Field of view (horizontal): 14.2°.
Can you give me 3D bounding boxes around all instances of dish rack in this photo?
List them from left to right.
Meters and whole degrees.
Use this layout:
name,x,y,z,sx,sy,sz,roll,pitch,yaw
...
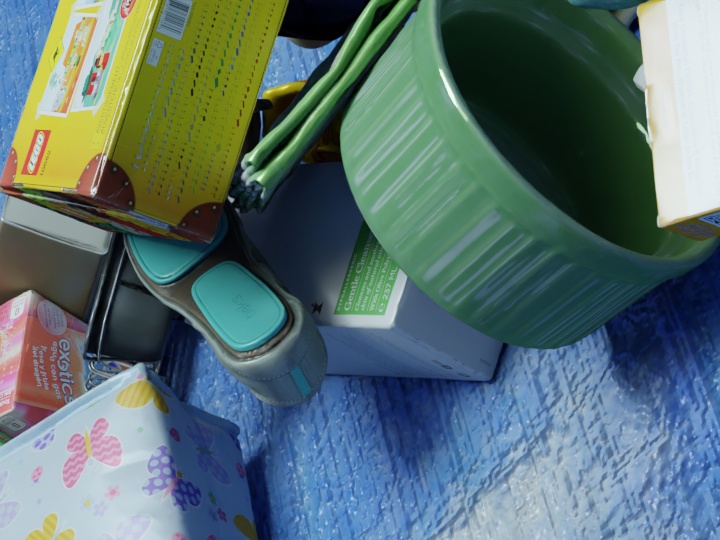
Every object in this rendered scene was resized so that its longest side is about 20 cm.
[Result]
name,x,y,z,sx,sy,sz,roll,pitch,yaw
dish rack,-0.135,0.034,1.747,0.200,0.054,0.154,107,176,-54

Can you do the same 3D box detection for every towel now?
name,x,y,z,sx,sy,sz,roll,pitch,yaw
towel,-0.021,-0.100,1.578,0.149,0.031,0.200,-53,1,-5

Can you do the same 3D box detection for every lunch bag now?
name,x,y,z,sx,sy,sz,roll,pitch,yaw
lunch bag,-0.158,0.181,1.667,0.200,0.127,0.170,-31,49,19

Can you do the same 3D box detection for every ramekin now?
name,x,y,z,sx,sy,sz,roll,pitch,yaw
ramekin,0.085,-0.056,1.497,0.098,0.199,0.201,-43,36,34

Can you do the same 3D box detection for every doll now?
name,x,y,z,sx,sy,sz,roll,pitch,yaw
doll,-0.027,-0.162,1.724,0.200,0.136,0.049,102,163,-84

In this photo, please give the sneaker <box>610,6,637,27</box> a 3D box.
name,x,y,z,sx,sy,sz,roll,pitch,yaw
sneaker,0.108,-0.166,1.652,0.200,0.081,0.089,-23,50,47

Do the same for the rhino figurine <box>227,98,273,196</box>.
name,x,y,z,sx,sy,sz,roll,pitch,yaw
rhino figurine,-0.091,-0.092,1.757,0.200,0.060,0.088,115,135,-70

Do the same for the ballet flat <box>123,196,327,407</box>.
name,x,y,z,sx,sy,sz,roll,pitch,yaw
ballet flat,-0.078,0.011,1.618,0.067,0.064,0.200,-36,41,-3

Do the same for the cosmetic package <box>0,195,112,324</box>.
name,x,y,z,sx,sy,sz,roll,pitch,yaw
cosmetic package,-0.195,-0.024,1.852,0.200,0.071,0.106,117,169,-62

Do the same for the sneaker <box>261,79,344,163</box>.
name,x,y,z,sx,sy,sz,roll,pitch,yaw
sneaker,0.007,-0.079,1.704,0.200,0.077,0.073,3,94,58

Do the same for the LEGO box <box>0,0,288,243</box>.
name,x,y,z,sx,sy,sz,roll,pitch,yaw
LEGO box,-0.112,-0.123,1.584,0.149,0.077,0.201,8,79,63

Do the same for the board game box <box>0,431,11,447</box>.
name,x,y,z,sx,sy,sz,roll,pitch,yaw
board game box,-0.259,0.154,1.763,0.135,0.200,0.029,-54,12,4

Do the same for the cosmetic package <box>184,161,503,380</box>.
name,x,y,z,sx,sy,sz,roll,pitch,yaw
cosmetic package,0.000,0.000,1.655,0.200,0.085,0.108,-2,66,51

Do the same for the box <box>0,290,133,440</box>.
name,x,y,z,sx,sy,sz,roll,pitch,yaw
box,-0.245,0.108,1.868,0.200,0.102,0.095,-27,43,36

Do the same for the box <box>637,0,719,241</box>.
name,x,y,z,sx,sy,sz,roll,pitch,yaw
box,0.227,-0.097,1.374,0.199,0.041,0.120,-17,68,35

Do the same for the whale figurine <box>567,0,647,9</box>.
name,x,y,z,sx,sy,sz,roll,pitch,yaw
whale figurine,0.187,-0.174,1.492,0.159,0.104,0.200,-19,15,43

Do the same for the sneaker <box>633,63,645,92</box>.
name,x,y,z,sx,sy,sz,roll,pitch,yaw
sneaker,0.233,-0.113,1.453,0.200,0.074,0.119,16,83,46
